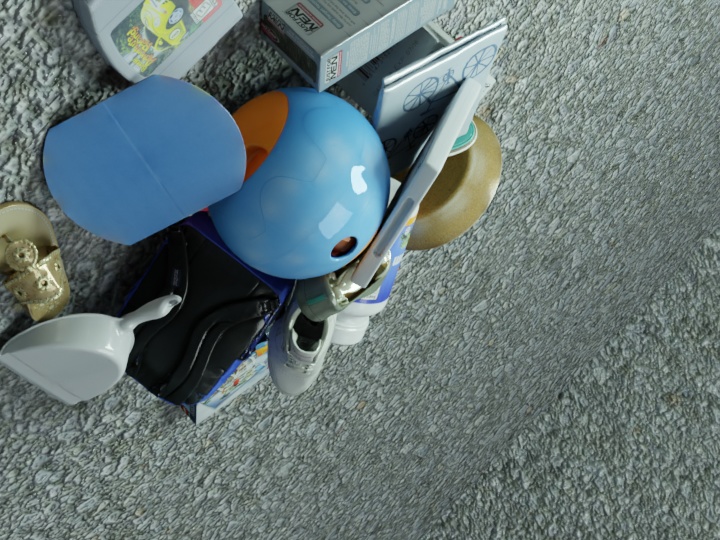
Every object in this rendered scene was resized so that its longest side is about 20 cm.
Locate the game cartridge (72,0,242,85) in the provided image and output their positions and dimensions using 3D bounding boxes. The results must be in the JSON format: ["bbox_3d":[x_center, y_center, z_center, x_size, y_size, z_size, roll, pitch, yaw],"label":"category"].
[{"bbox_3d":[-0.190,-0.243,1.351,0.133,0.041,0.200,-41,158,-1],"label":"game cartridge"}]

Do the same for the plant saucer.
[{"bbox_3d":[0.085,-0.124,1.858,0.200,0.200,0.035,-47,139,4],"label":"plant saucer"}]

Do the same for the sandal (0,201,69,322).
[{"bbox_3d":[-0.326,0.007,1.491,0.077,0.070,0.212,-39,157,-16],"label":"sandal"}]

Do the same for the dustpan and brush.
[{"bbox_3d":[-0.281,0.076,1.600,0.198,0.058,0.140,-17,145,23],"label":"dustpan and brush"}]

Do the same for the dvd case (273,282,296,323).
[{"bbox_3d":[-0.082,0.010,1.859,0.200,0.024,0.152,100,4,-68],"label":"dvd case"}]

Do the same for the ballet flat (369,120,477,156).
[{"bbox_3d":[0.046,-0.161,1.823,0.197,0.070,0.070,-10,149,-10],"label":"ballet flat"}]

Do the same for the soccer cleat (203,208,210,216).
[{"bbox_3d":[-0.183,-0.098,1.597,0.199,0.066,0.078,4,95,-55],"label":"soccer cleat"}]

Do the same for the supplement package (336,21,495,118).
[{"bbox_3d":[0.054,-0.234,1.695,0.117,0.117,0.200,-51,158,12],"label":"supplement package"}]

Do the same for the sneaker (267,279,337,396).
[{"bbox_3d":[-0.074,0.085,1.710,0.100,0.074,0.201,-73,-179,-50],"label":"sneaker"}]

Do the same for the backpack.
[{"bbox_3d":[-0.185,0.052,1.701,0.201,0.162,0.168,-53,177,14],"label":"backpack"}]

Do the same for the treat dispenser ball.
[{"bbox_3d":[-0.067,-0.092,1.541,0.200,0.201,0.202,-37,157,-19],"label":"treat dispenser ball"}]

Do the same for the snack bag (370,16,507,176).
[{"bbox_3d":[0.076,-0.183,1.639,0.188,0.021,0.201,-32,158,-27],"label":"snack bag"}]

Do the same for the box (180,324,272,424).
[{"bbox_3d":[-0.162,0.116,2.017,0.199,0.038,0.137,-35,156,-26],"label":"box"}]

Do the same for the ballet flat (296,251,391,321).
[{"bbox_3d":[0.000,0.000,1.650,0.063,0.068,0.200,-24,-171,37],"label":"ballet flat"}]

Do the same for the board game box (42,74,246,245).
[{"bbox_3d":[-0.215,-0.118,1.437,0.198,0.039,0.159,-26,127,11],"label":"board game box"}]

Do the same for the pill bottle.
[{"bbox_3d":[-0.006,-0.013,1.814,0.112,0.112,0.202,-16,132,-50],"label":"pill bottle"}]

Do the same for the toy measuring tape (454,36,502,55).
[{"bbox_3d":[0.134,-0.275,1.873,0.074,0.073,0.200,-58,178,28],"label":"toy measuring tape"}]

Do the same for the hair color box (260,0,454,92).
[{"bbox_3d":[0.000,-0.284,1.536,0.199,0.099,0.061,-35,157,-24],"label":"hair color box"}]

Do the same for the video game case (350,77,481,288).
[{"bbox_3d":[0.062,-0.098,1.597,0.183,0.024,0.201,-58,-177,38],"label":"video game case"}]
